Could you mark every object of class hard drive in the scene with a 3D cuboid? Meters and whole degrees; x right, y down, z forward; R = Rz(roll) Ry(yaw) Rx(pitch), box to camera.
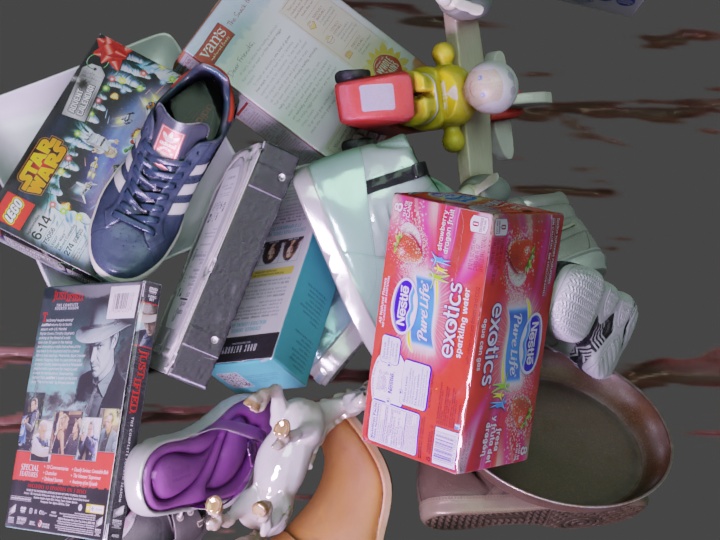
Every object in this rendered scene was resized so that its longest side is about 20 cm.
[{"bbox_3d":[-0.116,-0.005,1.244,0.038,0.140,0.200,23,85,-14],"label":"hard drive"}]

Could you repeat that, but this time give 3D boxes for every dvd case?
[{"bbox_3d":[-0.220,0.109,1.200,0.022,0.146,0.200,15,76,-42],"label":"dvd case"}]

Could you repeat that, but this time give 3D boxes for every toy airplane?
[{"bbox_3d":[0.092,-0.146,1.303,0.200,0.141,0.199,46,63,-23],"label":"toy airplane"}]

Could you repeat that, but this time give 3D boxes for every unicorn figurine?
[{"bbox_3d":[-0.053,0.142,1.192,0.074,0.137,0.200,39,94,21],"label":"unicorn figurine"}]

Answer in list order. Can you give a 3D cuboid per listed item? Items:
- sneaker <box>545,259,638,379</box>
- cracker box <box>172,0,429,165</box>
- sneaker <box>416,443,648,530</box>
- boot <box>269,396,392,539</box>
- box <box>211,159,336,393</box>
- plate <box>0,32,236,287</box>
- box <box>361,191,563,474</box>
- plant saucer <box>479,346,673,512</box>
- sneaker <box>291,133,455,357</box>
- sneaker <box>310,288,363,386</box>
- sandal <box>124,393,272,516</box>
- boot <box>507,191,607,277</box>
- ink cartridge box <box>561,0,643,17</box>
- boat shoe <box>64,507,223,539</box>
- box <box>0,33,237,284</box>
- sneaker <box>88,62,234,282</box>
[{"bbox_3d":[0.159,0.026,1.279,0.115,0.200,0.075,26,84,28],"label":"sneaker"},{"bbox_3d":[-0.048,-0.177,1.363,0.200,0.058,0.134,37,69,-9],"label":"cracker box"},{"bbox_3d":[0.146,0.175,1.290,0.200,0.070,0.076,1,64,-12],"label":"sneaker"},{"bbox_3d":[-0.041,0.214,1.245,0.155,0.074,0.200,-21,71,-9],"label":"boot"},{"bbox_3d":[-0.062,0.003,1.282,0.049,0.082,0.200,42,53,-39],"label":"box"},{"bbox_3d":[-0.213,-0.089,1.334,0.200,0.032,0.200,-25,77,-17],"label":"plate"},{"bbox_3d":[0.078,0.044,1.167,0.095,0.100,0.200,-3,103,-49],"label":"box"},{"bbox_3d":[0.163,0.136,1.283,0.200,0.032,0.200,9,37,-7],"label":"plant saucer"},{"bbox_3d":[0.036,-0.011,1.231,0.118,0.074,0.201,-23,106,1],"label":"sneaker"},{"bbox_3d":[0.000,0.000,1.320,0.082,0.074,0.200,38,69,1],"label":"sneaker"},{"bbox_3d":[-0.110,0.153,1.206,0.050,0.203,0.083,3,103,30],"label":"sandal"},{"bbox_3d":[0.115,-0.005,1.352,0.200,0.074,0.096,-19,68,-22],"label":"boot"},{"bbox_3d":[0.179,-0.315,1.473,0.200,0.044,0.094,11,68,-6],"label":"ink cartridge box"},{"bbox_3d":[-0.181,0.214,1.225,0.200,0.057,0.067,-35,81,-19],"label":"boat shoe"},{"bbox_3d":[-0.210,-0.087,1.296,0.137,0.040,0.200,27,69,0],"label":"box"},{"bbox_3d":[-0.162,-0.085,1.237,0.075,0.085,0.200,24,69,-3],"label":"sneaker"}]
